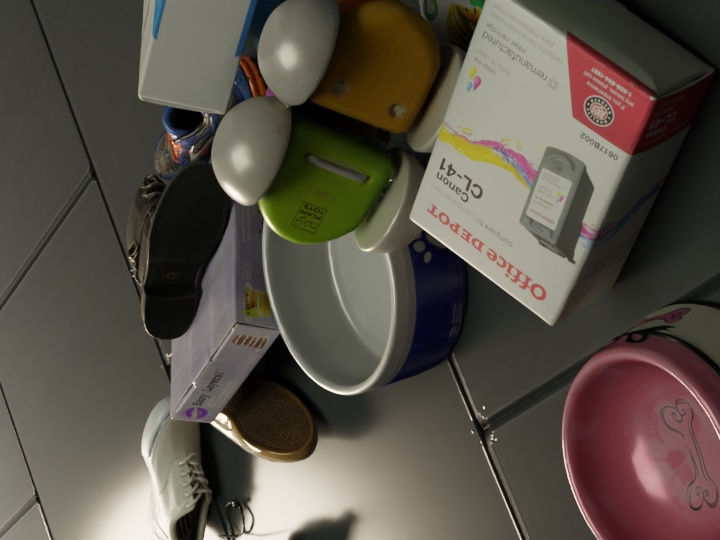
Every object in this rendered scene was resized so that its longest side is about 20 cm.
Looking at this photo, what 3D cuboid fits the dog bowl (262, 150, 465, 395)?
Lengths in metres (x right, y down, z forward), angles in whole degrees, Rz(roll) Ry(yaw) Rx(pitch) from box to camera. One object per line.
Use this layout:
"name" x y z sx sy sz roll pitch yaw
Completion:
"dog bowl" 0.000 0.000 1.320 0.199 0.078 0.202 24 120 50

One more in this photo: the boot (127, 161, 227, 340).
"boot" -0.194 -0.048 1.510 0.175 0.069 0.202 -117 41 -55

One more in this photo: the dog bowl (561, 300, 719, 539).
"dog bowl" 0.218 0.126 1.051 0.199 0.073 0.202 22 118 50

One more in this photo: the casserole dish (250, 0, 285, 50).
"casserole dish" -0.043 -0.258 1.334 0.122 0.039 0.201 57 140 28

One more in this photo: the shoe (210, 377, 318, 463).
"shoe" -0.104 0.145 1.547 0.199 0.070 0.053 24 162 45

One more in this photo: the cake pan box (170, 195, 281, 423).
"cake pan box" -0.135 0.025 1.491 0.200 0.052 0.186 127 148 -48

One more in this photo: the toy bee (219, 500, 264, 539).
"toy bee" -0.125 0.329 1.583 0.199 0.108 0.132 9 110 54

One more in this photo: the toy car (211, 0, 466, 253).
"toy car" -0.018 -0.122 1.176 0.201 0.174 0.150 -63 26 18

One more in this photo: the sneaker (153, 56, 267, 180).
"sneaker" -0.166 -0.147 1.511 0.200 0.078 0.076 -44 64 52

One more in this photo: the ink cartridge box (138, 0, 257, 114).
"ink cartridge box" -0.143 -0.261 1.366 0.201 0.085 0.147 -93 19 -46

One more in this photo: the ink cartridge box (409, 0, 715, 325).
"ink cartridge box" 0.134 -0.087 1.069 0.147 0.085 0.201 38 130 24

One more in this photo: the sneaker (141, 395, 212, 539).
"sneaker" -0.192 0.227 1.691 0.071 0.073 0.202 31 135 35

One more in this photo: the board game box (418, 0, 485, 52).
"board game box" 0.083 -0.268 1.151 0.126 0.034 0.202 -4 98 56
